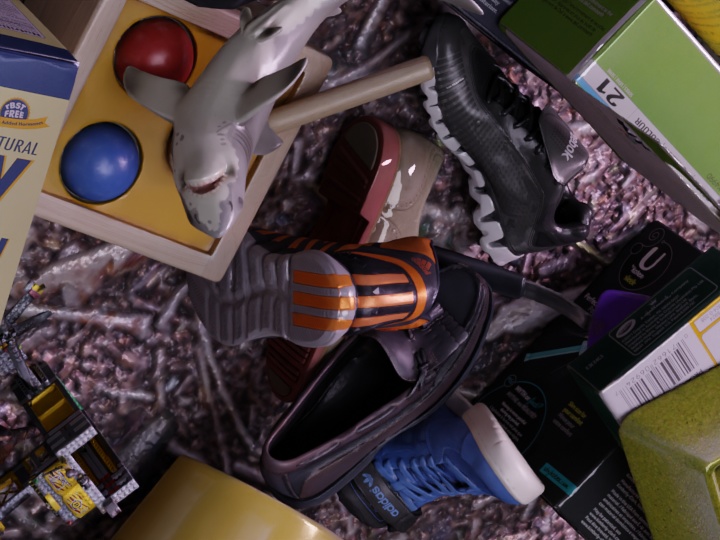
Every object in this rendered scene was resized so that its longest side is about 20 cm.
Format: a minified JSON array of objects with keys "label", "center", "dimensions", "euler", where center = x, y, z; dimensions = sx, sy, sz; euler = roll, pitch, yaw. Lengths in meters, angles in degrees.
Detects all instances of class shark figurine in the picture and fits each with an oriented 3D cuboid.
[{"label":"shark figurine","center":[-0.042,-0.108,1.438],"dimensions":[0.214,0.128,0.090],"euler":[-47,141,-14]}]

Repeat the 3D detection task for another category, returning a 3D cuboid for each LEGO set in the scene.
[{"label":"LEGO set","center":[-0.233,0.105,1.554],"dimensions":[0.154,0.116,0.200],"euler":[-30,122,-11]}]

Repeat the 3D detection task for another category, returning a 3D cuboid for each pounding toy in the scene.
[{"label":"pounding toy","center":[-0.100,-0.099,1.510],"dimensions":[0.200,0.142,0.184],"euler":[21,103,-31]}]

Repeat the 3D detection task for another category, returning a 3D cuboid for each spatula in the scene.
[{"label":"spatula","center":[0.121,0.019,1.671],"dimensions":[0.021,0.200,0.057],"euler":[-39,145,-58]}]

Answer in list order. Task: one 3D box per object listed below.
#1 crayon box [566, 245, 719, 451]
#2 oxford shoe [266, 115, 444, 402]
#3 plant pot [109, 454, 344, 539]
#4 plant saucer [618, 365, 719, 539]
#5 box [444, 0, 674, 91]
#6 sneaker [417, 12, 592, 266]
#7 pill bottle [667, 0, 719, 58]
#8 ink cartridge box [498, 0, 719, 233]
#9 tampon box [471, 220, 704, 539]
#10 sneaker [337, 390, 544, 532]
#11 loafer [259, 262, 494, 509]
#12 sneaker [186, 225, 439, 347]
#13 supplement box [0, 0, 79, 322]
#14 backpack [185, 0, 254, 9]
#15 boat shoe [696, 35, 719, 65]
[{"label":"crayon box","center":[0.237,0.099,1.642],"dimensions":[0.126,0.052,0.200],"euler":[-39,120,-5]},{"label":"oxford shoe","center":[0.000,0.000,1.651],"dimensions":[0.075,0.070,0.200],"euler":[12,109,-37]},{"label":"plant pot","center":[-0.107,0.232,1.643],"dimensions":[0.201,0.201,0.189],"euler":[33,79,-33]},{"label":"plant saucer","center":[0.284,0.141,1.622],"dimensions":[0.200,0.048,0.200],"euler":[-27,119,-12]},{"label":"box","center":[0.118,-0.233,1.578],"dimensions":[0.200,0.104,0.182],"euler":[35,96,-34]},{"label":"sneaker","center":[0.101,-0.088,1.639],"dimensions":[0.090,0.067,0.200],"euler":[-4,130,26]},{"label":"pill bottle","center":[0.210,-0.215,1.502],"dimensions":[0.111,0.111,0.200],"euler":[-47,125,1]},{"label":"ink cartridge box","center":[0.190,-0.095,1.495],"dimensions":[0.076,0.200,0.148],"euler":[-47,125,1]},{"label":"tampon box","center":[0.204,0.096,1.744],"dimensions":[0.200,0.150,0.126],"euler":[-45,123,-1]},{"label":"sneaker","center":[0.044,0.136,1.658],"dimensions":[0.111,0.200,0.077],"euler":[-37,109,-5]},{"label":"loafer","center":[0.011,0.070,1.624],"dimensions":[0.200,0.072,0.063],"euler":[-47,157,-9]},{"label":"sneaker","center":[-0.023,0.011,1.572],"dimensions":[0.112,0.200,0.078],"euler":[-3,102,-34]},{"label":"supplement box","center":[-0.273,-0.070,1.404],"dimensions":[0.134,0.200,0.200],"euler":[10,108,-29]},{"label":"backpack","center":[-0.052,-0.255,1.439],"dimensions":[0.167,0.200,0.127],"euler":[-21,135,29]},{"label":"boat shoe","center":[0.291,-0.104,1.741],"dimensions":[0.066,0.075,0.199],"euler":[-37,124,-9]}]
